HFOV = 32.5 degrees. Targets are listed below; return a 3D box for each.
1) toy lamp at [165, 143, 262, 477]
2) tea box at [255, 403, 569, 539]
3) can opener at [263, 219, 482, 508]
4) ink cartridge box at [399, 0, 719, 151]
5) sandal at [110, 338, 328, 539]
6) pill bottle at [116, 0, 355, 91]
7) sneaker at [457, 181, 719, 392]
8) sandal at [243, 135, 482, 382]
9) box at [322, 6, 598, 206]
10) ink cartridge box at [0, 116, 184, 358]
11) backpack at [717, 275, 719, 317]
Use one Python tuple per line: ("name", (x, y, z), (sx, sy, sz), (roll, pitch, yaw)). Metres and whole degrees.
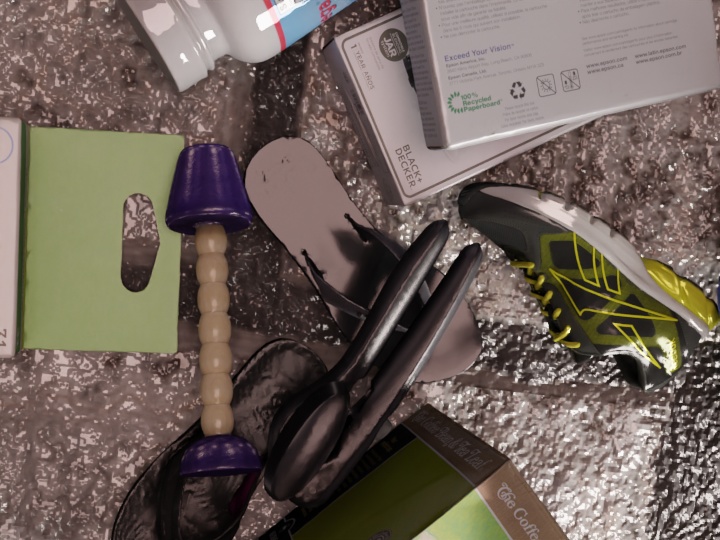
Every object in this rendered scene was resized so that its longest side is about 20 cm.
("toy lamp", (-0.091, 0.023, 0.761), (0.057, 0.058, 0.203), (-3, 77, -9))
("tea box", (0.024, 0.201, 0.732), (0.196, 0.200, 0.134), (-38, 98, -5))
("can opener", (0.011, 0.061, 0.762), (0.063, 0.079, 0.201), (40, 85, -19))
("ink cartridge box", (0.113, -0.189, 0.729), (0.194, 0.043, 0.203), (-13, 99, -19))
("sandal", (-0.093, 0.130, 0.785), (0.075, 0.048, 0.202), (35, 86, -10))
("pill bottle", (-0.050, -0.198, 0.748), (0.199, 0.109, 0.110), (-35, 98, -6))
("sneaker", (0.143, 0.012, 0.808), (0.198, 0.074, 0.085), (30, 88, -10))
("sandal", (-0.001, 0.000, 0.798), (0.200, 0.043, 0.076), (44, 85, -9))
("box", (0.088, -0.133, 0.799), (0.198, 0.060, 0.118), (-26, 97, -7))
("ink cartridge box", (-0.210, -0.020, 0.761), (0.196, 0.048, 0.148), (2, 92, -7))
("backpack", (0.340, 0.056, 0.795), (0.181, 0.146, 0.203), (-19, 86, -35))
